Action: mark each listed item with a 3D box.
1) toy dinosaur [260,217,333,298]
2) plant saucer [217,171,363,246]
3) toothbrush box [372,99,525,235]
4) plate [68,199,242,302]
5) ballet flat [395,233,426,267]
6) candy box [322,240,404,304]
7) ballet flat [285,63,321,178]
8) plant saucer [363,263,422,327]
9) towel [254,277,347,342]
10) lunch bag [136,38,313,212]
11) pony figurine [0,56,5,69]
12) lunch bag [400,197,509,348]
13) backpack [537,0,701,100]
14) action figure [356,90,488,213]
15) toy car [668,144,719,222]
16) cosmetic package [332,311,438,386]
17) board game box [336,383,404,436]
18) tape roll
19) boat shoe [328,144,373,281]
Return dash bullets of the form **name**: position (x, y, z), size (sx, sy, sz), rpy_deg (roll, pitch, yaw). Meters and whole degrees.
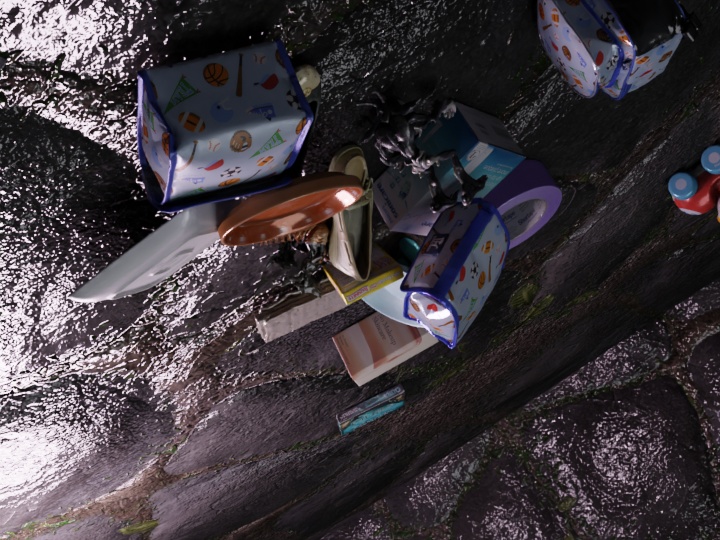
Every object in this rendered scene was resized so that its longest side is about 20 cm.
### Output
- **toy dinosaur**: position (-0.081, -0.048, 1.198), size (0.197, 0.103, 0.137), rpy_deg (14, 119, -31)
- **plant saucer**: position (-0.092, -0.083, 1.016), size (0.197, 0.033, 0.200), rpy_deg (-21, 173, -3)
- **toothbrush box**: position (0.132, -0.149, 1.205), size (0.200, 0.086, 0.145), rpy_deg (-43, 152, 29)
- **plate**: position (-0.251, -0.021, 1.011), size (0.198, 0.033, 0.200), rpy_deg (-34, 180, 12)
- **ballet flat**: position (0.102, -0.030, 1.429), size (0.075, 0.068, 0.201), rpy_deg (-37, 166, -23)
- **candy box**: position (0.000, 0.000, 1.270), size (0.101, 0.027, 0.200), rpy_deg (-24, -164, -5)
- **ballet flat**: position (-0.078, -0.174, 0.973), size (0.065, 0.057, 0.201), rpy_deg (-17, 152, -23)
- **plant saucer**: position (0.077, 0.035, 1.432), size (0.202, 0.198, 0.039), rpy_deg (91, 24, -61)
- **towel**: position (-0.096, 0.064, 1.406), size (0.197, 0.035, 0.133), rpy_deg (-23, 163, -12)
- **lunch bag**: position (-0.159, -0.143, 0.881), size (0.167, 0.126, 0.200), rpy_deg (-17, 168, -24)
- **pony figurine**: position (-0.404, -0.143, 0.617), size (0.198, 0.170, 0.192), rpy_deg (-24, 151, 28)
- **lunch bag**: position (0.143, -0.001, 1.183), size (0.172, 0.122, 0.200), rpy_deg (-58, 169, -14)
- **backpack**: position (0.317, -0.309, 0.997), size (0.152, 0.203, 0.190), rpy_deg (-28, 162, 12)
- **action figure**: position (0.080, -0.175, 1.070), size (0.118, 0.200, 0.103), rpy_deg (-29, -159, 36)
- **toy car**: position (0.835, -0.156, 1.785), size (0.176, 0.202, 0.183), rpy_deg (-41, 152, 26)
- **cosmetic package**: position (0.053, 0.144, 1.642), size (0.198, 0.104, 0.087), rpy_deg (-30, 156, 0)
- **board game box**: position (0.029, 0.385, 2.144), size (0.197, 0.028, 0.136), rpy_deg (-25, 155, -9)
- **tape roll**: position (0.270, -0.112, 1.440), size (0.197, 0.066, 0.201), rpy_deg (-23, 154, -11)
- **boat shoe**: position (-0.008, -0.082, 1.137), size (0.072, 0.063, 0.204), rpy_deg (-19, 128, -36)
